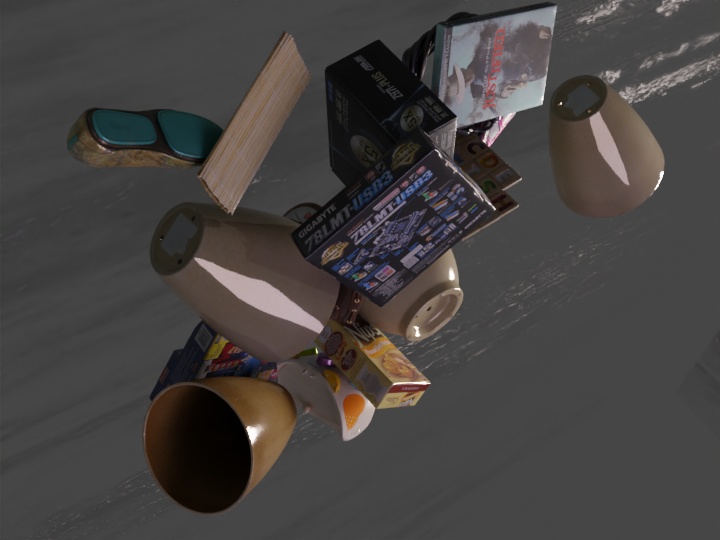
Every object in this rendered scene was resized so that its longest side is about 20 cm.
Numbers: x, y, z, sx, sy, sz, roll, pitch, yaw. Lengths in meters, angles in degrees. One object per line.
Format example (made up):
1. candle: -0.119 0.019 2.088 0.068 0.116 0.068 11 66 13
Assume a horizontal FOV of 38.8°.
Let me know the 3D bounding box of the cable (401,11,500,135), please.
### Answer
1. cable: 0.135 -0.263 1.363 0.199 0.051 0.164 8 116 -41

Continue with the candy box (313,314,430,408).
1. candy box: 0.007 0.136 1.657 0.115 0.200 0.055 7 123 -55

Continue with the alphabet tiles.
1. alphabet tiles: 0.116 -0.129 1.405 0.166 0.200 0.008 -30 149 -19

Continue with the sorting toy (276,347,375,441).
1. sorting toy: -0.033 0.176 1.724 0.179 0.199 0.108 -15 121 -45

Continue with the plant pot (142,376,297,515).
1. plant pot: -0.179 0.230 1.475 0.187 0.186 0.200 -53 163 24

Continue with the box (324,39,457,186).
1. box: 0.036 -0.159 1.300 0.086 0.164 0.201 -31 152 -18

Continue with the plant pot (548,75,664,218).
1. plant pot: 0.383 -0.220 1.670 0.187 0.187 0.200 -40 139 -1

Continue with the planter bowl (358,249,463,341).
1. planter bowl: 0.083 0.029 1.670 0.199 0.135 0.201 -30 152 -18

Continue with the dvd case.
1. dvd case: 0.175 -0.269 1.351 0.199 0.022 0.147 -18 127 -31

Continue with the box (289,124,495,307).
1. box: 0.044 -0.058 1.233 0.200 0.050 0.198 -41 147 11

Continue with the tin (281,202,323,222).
1. tin: -0.105 -0.005 1.402 0.200 0.112 0.042 -48 141 12

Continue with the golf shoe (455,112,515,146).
1. golf shoe: 0.184 -0.217 1.505 0.200 0.073 0.092 -52 152 21

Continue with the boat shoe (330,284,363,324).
1. boat shoe: 0.000 0.000 1.445 0.200 0.070 0.071 -58 -172 44

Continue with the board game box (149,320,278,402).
1. board game box: -0.191 0.130 1.548 0.199 0.062 0.201 -7 137 -48

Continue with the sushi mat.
1. sushi mat: -0.119 -0.167 1.173 0.201 0.012 0.096 -61 157 -12

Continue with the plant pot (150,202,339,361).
1. plant pot: -0.159 -0.005 1.278 0.187 0.188 0.200 -47 138 13

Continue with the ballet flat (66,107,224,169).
1. ballet flat: -0.231 -0.138 1.107 0.199 0.071 0.071 -4 136 -52
